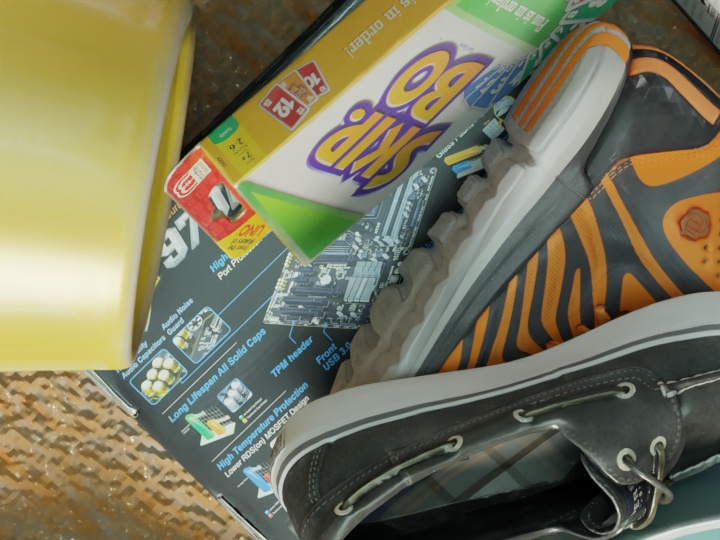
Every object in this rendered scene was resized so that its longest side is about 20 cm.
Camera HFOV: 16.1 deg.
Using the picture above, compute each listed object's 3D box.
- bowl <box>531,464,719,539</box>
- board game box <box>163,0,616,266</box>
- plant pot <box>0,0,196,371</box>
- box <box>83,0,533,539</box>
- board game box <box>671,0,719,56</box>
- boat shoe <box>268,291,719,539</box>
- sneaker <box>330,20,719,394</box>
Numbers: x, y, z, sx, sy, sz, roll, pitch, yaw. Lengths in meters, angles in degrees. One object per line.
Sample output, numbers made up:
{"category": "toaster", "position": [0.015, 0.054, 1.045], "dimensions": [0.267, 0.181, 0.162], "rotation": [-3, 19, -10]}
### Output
{"category": "bowl", "position": [0.127, 0.139, 0.944], "dimensions": [0.201, 0.105, 0.201], "rotation": [-4, 123, -6]}
{"category": "board game box", "position": [0.025, -0.075, 0.875], "dimensions": [0.200, 0.096, 0.030], "rotation": [-38, 69, 1]}
{"category": "plant pot", "position": [-0.159, -0.044, 0.862], "dimensions": [0.189, 0.201, 0.201], "rotation": [11, 100, -1]}
{"category": "box", "position": [0.000, 0.000, 0.959], "dimensions": [0.200, 0.046, 0.159], "rotation": [-45, 99, 6]}
{"category": "board game box", "position": [0.206, -0.069, 0.869], "dimensions": [0.097, 0.159, 0.200], "rotation": [-40, 83, 0]}
{"category": "boat shoe", "position": [0.071, 0.062, 0.853], "dimensions": [0.200, 0.066, 0.070], "rotation": [-9, 132, -10]}
{"category": "sneaker", "position": [0.072, 0.021, 0.904], "dimensions": [0.112, 0.078, 0.200], "rotation": [32, 103, -14]}
